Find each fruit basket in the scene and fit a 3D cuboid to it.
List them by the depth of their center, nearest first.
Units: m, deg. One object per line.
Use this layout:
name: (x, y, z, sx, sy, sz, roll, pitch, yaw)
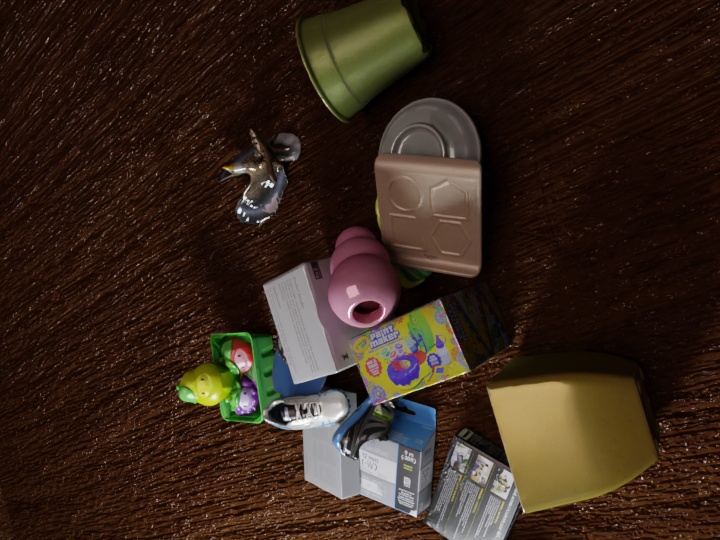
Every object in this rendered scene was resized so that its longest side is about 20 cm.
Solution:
fruit basket: (-0.292, 0.240, 1.334, 0.154, 0.215, 0.218, -6, 93, 35)

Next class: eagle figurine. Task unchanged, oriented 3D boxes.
eagle figurine: (-0.226, -0.214, 1.290, 0.200, 0.150, 0.153, 130, 159, -59)

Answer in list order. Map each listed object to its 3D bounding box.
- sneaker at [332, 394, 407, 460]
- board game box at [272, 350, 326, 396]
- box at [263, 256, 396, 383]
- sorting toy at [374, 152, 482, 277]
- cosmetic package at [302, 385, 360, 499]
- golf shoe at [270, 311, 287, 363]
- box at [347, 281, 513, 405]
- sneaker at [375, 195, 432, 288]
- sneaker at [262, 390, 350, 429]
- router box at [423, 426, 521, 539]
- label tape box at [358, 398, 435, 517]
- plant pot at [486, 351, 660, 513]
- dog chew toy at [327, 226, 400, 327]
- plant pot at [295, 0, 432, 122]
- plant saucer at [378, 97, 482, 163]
sneaker: (0.036, 0.281, 1.153, 0.199, 0.071, 0.083, -43, 84, -10)
board game box: (-0.116, 0.201, 1.287, 0.199, 0.039, 0.160, 13, 84, 51)
box: (-0.048, 0.083, 1.137, 0.130, 0.199, 0.201, -23, 84, 42)
sorting toy: (0.117, -0.095, 1.010, 0.183, 0.036, 0.202, 10, 121, 26)
cosmetic package: (-0.064, 0.347, 1.242, 0.150, 0.051, 0.202, -2, 90, 53)
golf shoe: (-0.130, 0.119, 1.248, 0.094, 0.077, 0.201, -44, 48, 23)
box: (0.122, 0.122, 1.033, 0.199, 0.192, 0.123, -28, 81, 35)
sneaker: (0.082, -0.070, 1.120, 0.083, 0.074, 0.202, -19, 82, 10)
sneaker: (-0.106, 0.276, 1.173, 0.199, 0.072, 0.073, -16, 82, 33)
router box: (0.213, 0.412, 1.094, 0.148, 0.051, 0.202, 26, 111, 28)
label tape box: (0.069, 0.356, 1.180, 0.142, 0.066, 0.202, 10, 104, 34)
plant pot: (0.333, 0.224, 0.908, 0.199, 0.195, 0.196, -18, 86, 28)
dog chew toy: (0.000, 0.000, 1.034, 0.125, 0.124, 0.201, -48, 33, 30)
plant pot: (0.018, -0.394, 1.055, 0.189, 0.200, 0.202, -21, 84, 23)
plant saucer: (0.107, -0.194, 1.027, 0.198, 0.050, 0.202, 5, 98, 33)
